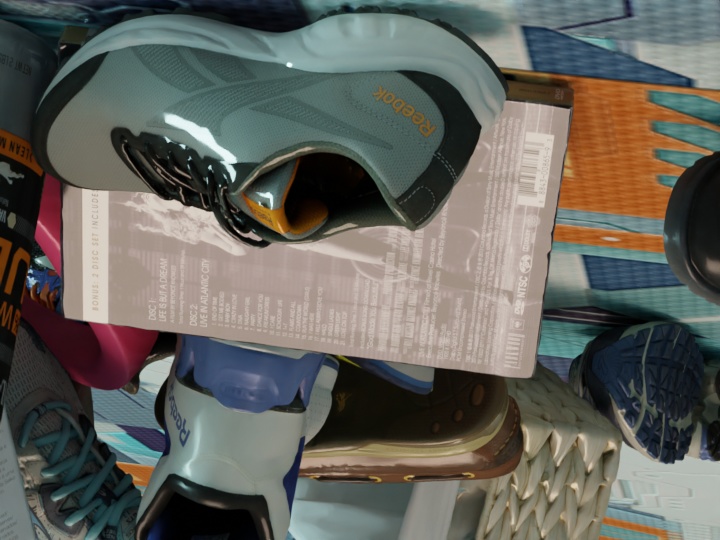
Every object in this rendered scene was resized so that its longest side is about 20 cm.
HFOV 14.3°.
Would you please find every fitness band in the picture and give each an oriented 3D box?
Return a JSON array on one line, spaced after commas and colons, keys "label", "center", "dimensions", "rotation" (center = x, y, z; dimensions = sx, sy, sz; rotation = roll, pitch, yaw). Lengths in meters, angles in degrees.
[{"label": "fitness band", "center": [-0.169, -0.015, 1.312], "dimensions": [0.144, 0.037, 0.200], "rotation": [17, 152, 33]}]

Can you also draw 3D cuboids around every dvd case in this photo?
[{"label": "dvd case", "center": [-0.022, -0.025, 1.151], "dimensions": [0.200, 0.016, 0.149], "rotation": [7, 133, 2]}]

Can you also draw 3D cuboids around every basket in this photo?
[{"label": "basket", "center": [0.045, 0.110, 1.602], "dimensions": [0.123, 0.136, 0.200], "rotation": [9, -166, -22]}]

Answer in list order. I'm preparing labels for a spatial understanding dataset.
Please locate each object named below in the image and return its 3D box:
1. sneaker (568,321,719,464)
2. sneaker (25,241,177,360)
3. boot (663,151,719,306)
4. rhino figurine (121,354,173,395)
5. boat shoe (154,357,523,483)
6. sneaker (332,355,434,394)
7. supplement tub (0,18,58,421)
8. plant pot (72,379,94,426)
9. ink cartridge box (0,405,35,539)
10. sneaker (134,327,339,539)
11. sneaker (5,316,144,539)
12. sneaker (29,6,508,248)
[{"label": "sneaker", "center": [0.153, 0.072, 1.645], "dimensions": [0.085, 0.077, 0.200], "rotation": [8, 171, 24]}, {"label": "sneaker", "center": [-0.136, 0.012, 1.456], "dimensions": [0.200, 0.078, 0.075], "rotation": [-8, 123, 40]}, {"label": "boot", "center": [0.240, -0.014, 1.096], "dimensions": [0.165, 0.066, 0.200], "rotation": [5, 177, -40]}, {"label": "rhino figurine", "center": [-0.114, 0.021, 1.557], "dimensions": [0.060, 0.087, 0.200], "rotation": [52, 153, -16]}, {"label": "boat shoe", "center": [-0.011, 0.081, 1.464], "dimensions": [0.200, 0.072, 0.068], "rotation": [1, 144, 27]}, {"label": "sneaker", "center": [0.000, 0.000, 1.335], "dimensions": [0.074, 0.082, 0.200], "rotation": [26, 178, 17]}, {"label": "supplement tub", "center": [-0.191, -0.001, 1.124], "dimensions": [0.122, 0.200, 0.123], "rotation": [9, 170, 2]}, {"label": "plant pot", "center": [-0.208, 0.109, 1.432], "dimensions": [0.200, 0.200, 0.175], "rotation": [10, 131, -11]}, {"label": "ink cartridge box", "center": [-0.241, 0.024, 1.286], "dimensions": [0.196, 0.200, 0.043], "rotation": [10, -150, 42]}, {"label": "sneaker", "center": [-0.063, 0.083, 1.300], "dimensions": [0.080, 0.115, 0.199], "rotation": [16, 177, 2]}, {"label": "sneaker", "center": [-0.126, 0.104, 1.318], "dimensions": [0.086, 0.200, 0.078], "rotation": [3, -148, 42]}, {"label": "sneaker", "center": [-0.046, -0.047, 1.054], "dimensions": [0.200, 0.079, 0.074], "rotation": [-2, 143, 35]}]
